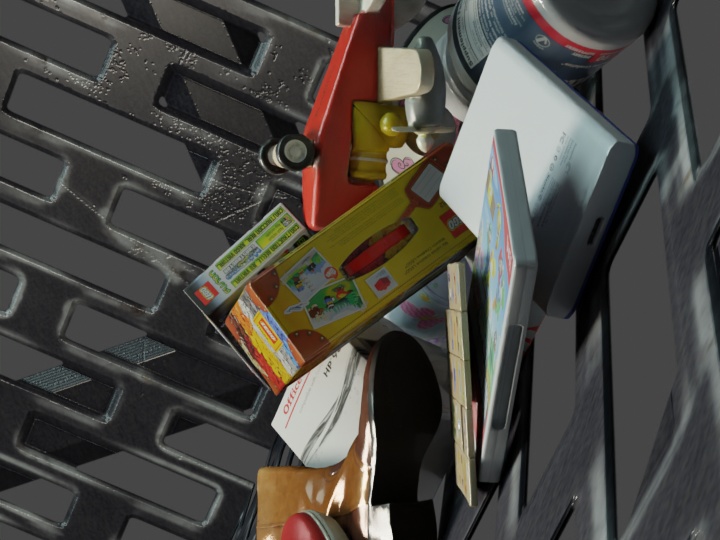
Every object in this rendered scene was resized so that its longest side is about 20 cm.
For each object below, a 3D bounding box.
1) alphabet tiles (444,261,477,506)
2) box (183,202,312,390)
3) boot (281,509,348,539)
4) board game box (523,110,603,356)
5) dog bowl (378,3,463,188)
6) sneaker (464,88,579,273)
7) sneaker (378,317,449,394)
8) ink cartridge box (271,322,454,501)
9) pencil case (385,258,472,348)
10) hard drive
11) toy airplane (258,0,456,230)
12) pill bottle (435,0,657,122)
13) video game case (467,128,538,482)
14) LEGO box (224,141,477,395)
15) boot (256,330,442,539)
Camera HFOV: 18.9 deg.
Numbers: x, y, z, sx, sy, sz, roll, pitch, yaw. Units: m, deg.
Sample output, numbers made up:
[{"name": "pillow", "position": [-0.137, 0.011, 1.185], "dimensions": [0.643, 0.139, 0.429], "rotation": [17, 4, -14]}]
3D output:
[{"name": "alphabet tiles", "position": [0.072, 0.078, 1.579], "dimensions": [0.200, 0.008, 0.168], "rotation": [163, 104, -89]}, {"name": "box", "position": [-0.072, 0.025, 1.840], "dimensions": [0.110, 0.035, 0.200], "rotation": [-42, -24, -4]}, {"name": "boot", "position": [-0.073, 0.260, 1.614], "dimensions": [0.073, 0.144, 0.201], "rotation": [121, 150, -43]}, {"name": "board game box", "position": [0.133, -0.031, 1.674], "dimensions": [0.200, 0.046, 0.152], "rotation": [-74, 8, -62]}, {"name": "dog bowl", "position": [0.100, -0.132, 1.926], "dimensions": [0.200, 0.074, 0.201], "rotation": [-29, -53, -47]}, {"name": "sneaker", "position": [0.129, -0.083, 1.870], "dimensions": [0.083, 0.080, 0.200], "rotation": [91, -158, -66]}, {"name": "sneaker", "position": [0.030, 0.089, 1.892], "dimensions": [0.200, 0.115, 0.074], "rotation": [-110, 46, -84]}, {"name": "ink cartridge box", "position": [-0.004, 0.116, 1.811], "dimensions": [0.200, 0.067, 0.116], "rotation": [44, 116, 49]}, {"name": "pencil case", "position": [0.060, 0.029, 2.003], "dimensions": [0.200, 0.090, 0.083], "rotation": [123, 160, -64]}, {"name": "hard drive", "position": [0.123, -0.070, 1.542], "dimensions": [0.200, 0.025, 0.132], "rotation": [53, 127, 57]}, {"name": "toy airplane", "position": [0.018, -0.146, 1.764], "dimensions": [0.199, 0.141, 0.200], "rotation": [-56, 18, 37]}, {"name": "pill bottle", "position": [0.140, -0.195, 1.752], "dimensions": [0.200, 0.119, 0.120], "rotation": [-39, 26, 57]}, {"name": "video game case", "position": [0.093, 0.025, 1.484], "dimensions": [0.143, 0.017, 0.201], "rotation": [-94, 8, -50]}, {"name": "LEGO box", "position": [0.000, 0.000, 1.719], "dimensions": [0.200, 0.077, 0.149], "rotation": [-36, -4, -17]}, {"name": "boot", "position": [-0.014, 0.154, 1.727], "dimensions": [0.200, 0.068, 0.189], "rotation": [-18, 78, 54]}]
